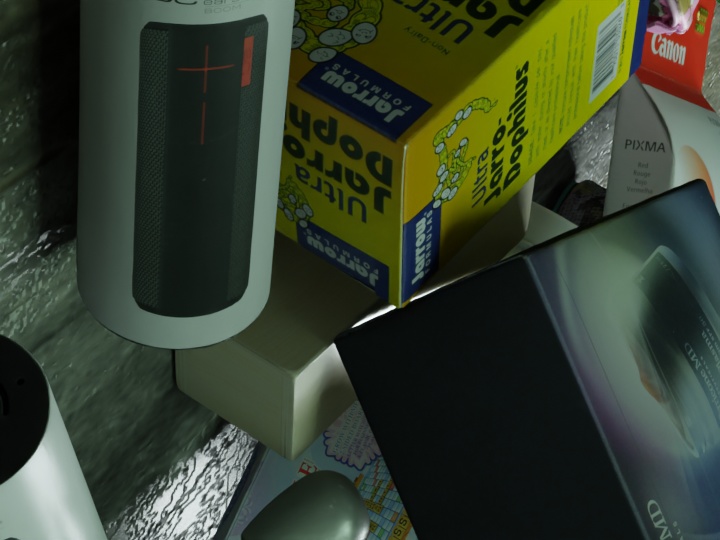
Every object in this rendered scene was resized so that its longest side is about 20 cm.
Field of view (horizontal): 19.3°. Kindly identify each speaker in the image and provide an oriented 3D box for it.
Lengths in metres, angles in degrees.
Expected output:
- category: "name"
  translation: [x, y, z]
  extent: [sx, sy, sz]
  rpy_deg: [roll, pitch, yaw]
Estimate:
- category: "speaker"
  translation: [-0.069, -0.069, 0.820]
  extent: [0.081, 0.081, 0.200]
  rpy_deg: [-39, 149, -40]
- category: "speaker"
  translation: [-0.148, 0.108, 0.881]
  extent: [0.081, 0.081, 0.200]
  rpy_deg: [-48, 155, -25]

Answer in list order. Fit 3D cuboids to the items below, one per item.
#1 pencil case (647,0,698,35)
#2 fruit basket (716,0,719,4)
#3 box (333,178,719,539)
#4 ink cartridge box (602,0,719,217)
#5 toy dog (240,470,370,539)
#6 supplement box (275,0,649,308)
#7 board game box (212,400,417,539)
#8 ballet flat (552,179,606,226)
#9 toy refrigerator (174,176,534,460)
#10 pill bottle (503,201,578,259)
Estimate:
- category: "pencil case"
  translation: [0.196, -0.220, 1.185]
  extent: [0.200, 0.083, 0.087]
  rpy_deg: [-51, 154, -21]
- category: "fruit basket"
  translation: [0.163, -0.229, 1.034]
  extent: [0.156, 0.215, 0.216]
  rpy_deg: [-52, 155, -17]
- category: "box"
  translation: [0.119, 0.082, 1.017]
  extent: [0.123, 0.201, 0.198]
  rpy_deg: [-25, 178, 36]
- category: "ink cartridge box"
  translation: [0.206, -0.086, 1.325]
  extent: [0.162, 0.050, 0.201]
  rpy_deg: [6, 94, -64]
- category: "toy dog"
  translation: [-0.072, 0.189, 1.005]
  extent: [0.096, 0.200, 0.132]
  rpy_deg: [56, 16, -26]
- category: "supplement box"
  translation: [0.037, -0.100, 0.972]
  extent: [0.200, 0.109, 0.110]
  rpy_deg: [-45, 153, -31]
- category: "board game box"
  translation: [0.015, 0.176, 1.108]
  extent: [0.201, 0.199, 0.041]
  rpy_deg: [-64, -172, -15]
- category: "ballet flat"
  translation: [0.115, 0.039, 1.339]
  extent: [0.201, 0.072, 0.072]
  rpy_deg: [-59, 156, -2]
- category: "toy refrigerator"
  translation: [0.000, 0.000, 1.057]
  extent: [0.200, 0.076, 0.070]
  rpy_deg: [-43, 151, -35]
- category: "pill bottle"
  translation: [0.069, 0.063, 1.219]
  extent: [0.200, 0.112, 0.112]
  rpy_deg: [-58, 156, -6]
